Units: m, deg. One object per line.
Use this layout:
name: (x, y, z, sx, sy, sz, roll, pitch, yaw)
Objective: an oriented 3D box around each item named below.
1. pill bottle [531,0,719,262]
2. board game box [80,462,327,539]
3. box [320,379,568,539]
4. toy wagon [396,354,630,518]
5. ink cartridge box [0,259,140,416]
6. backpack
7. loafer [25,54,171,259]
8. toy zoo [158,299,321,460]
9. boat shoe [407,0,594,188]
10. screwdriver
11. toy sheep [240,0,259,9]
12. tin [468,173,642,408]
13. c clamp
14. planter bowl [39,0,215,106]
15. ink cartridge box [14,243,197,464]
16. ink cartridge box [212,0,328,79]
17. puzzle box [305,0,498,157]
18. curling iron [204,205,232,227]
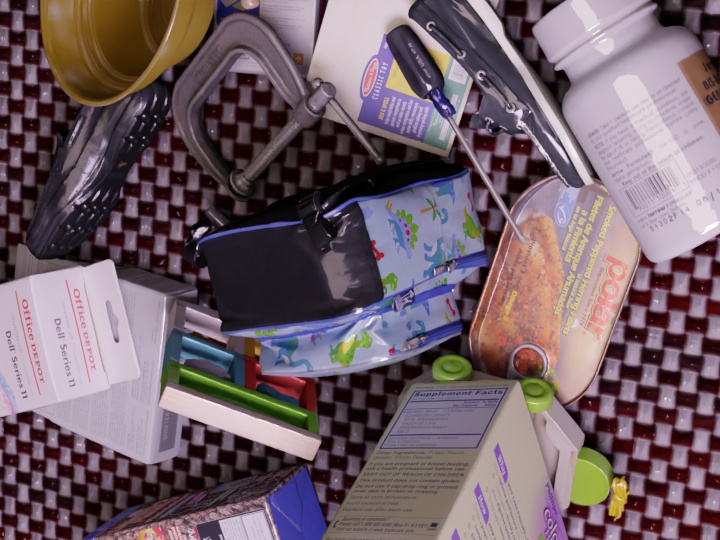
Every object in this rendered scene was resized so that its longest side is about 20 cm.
pill bottle: (0.216, -0.118, 1.024, 0.114, 0.114, 0.201, -31, 88, 22)
board game box: (-0.126, 0.282, 1.235, 0.199, 0.097, 0.161, -16, 94, 22)
box: (0.070, 0.212, 1.038, 0.096, 0.200, 0.177, -4, 120, 30)
toy wagon: (0.125, 0.151, 1.127, 0.198, 0.040, 0.156, 15, 127, 16)
ink cartridge box: (-0.299, 0.066, 1.245, 0.199, 0.067, 0.118, -15, 88, 36)
backpack: (0.000, 0.000, 1.077, 0.182, 0.199, 0.148, -11, 97, 43)
loafer: (-0.243, -0.099, 1.226, 0.070, 0.068, 0.201, 41, 108, 20)
toy zoo: (-0.100, 0.080, 1.142, 0.130, 0.200, 0.021, 22, 108, -12)
boat shoe: (0.105, -0.138, 1.060, 0.066, 0.075, 0.200, -34, 94, 14)
screwdriver: (0.080, -0.107, 1.076, 0.201, 0.029, 0.028, 56, 141, 5)
toy sheep: (-0.058, -0.274, 1.045, 0.199, 0.137, 0.139, 4, 104, 55)
tin: (0.159, 0.017, 1.112, 0.111, 0.042, 0.201, 24, 108, 19)
c clamp: (-0.085, -0.121, 1.143, 0.200, 0.027, 0.172, -31, 91, 50)
planter bowl: (-0.179, -0.232, 1.149, 0.199, 0.083, 0.202, -5, 83, 44)
ink cartridge box: (-0.244, 0.072, 1.279, 0.199, 0.047, 0.162, 17, 107, 34)
ink cartridge box: (-0.073, -0.264, 1.146, 0.094, 0.037, 0.202, 8, 105, 19)
puzzle box: (0.039, -0.205, 1.105, 0.132, 0.025, 0.201, 18, 106, 1)
curling iron: (-0.058, 0.009, 1.193, 0.200, 0.026, 0.050, 42, 151, 12)
